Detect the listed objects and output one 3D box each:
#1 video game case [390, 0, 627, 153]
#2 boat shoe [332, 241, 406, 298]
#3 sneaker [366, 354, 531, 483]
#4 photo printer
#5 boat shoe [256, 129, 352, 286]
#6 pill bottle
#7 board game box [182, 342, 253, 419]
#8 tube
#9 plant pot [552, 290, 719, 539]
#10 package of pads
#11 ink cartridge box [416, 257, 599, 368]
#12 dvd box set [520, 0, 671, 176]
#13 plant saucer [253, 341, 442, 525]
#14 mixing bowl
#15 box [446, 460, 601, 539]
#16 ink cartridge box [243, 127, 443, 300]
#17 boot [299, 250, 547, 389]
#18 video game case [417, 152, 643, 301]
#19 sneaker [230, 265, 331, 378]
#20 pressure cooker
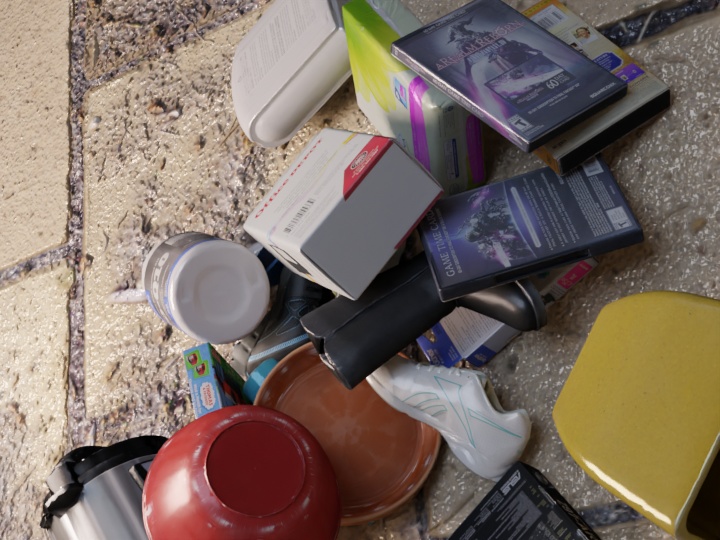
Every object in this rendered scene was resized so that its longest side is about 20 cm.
[{"bbox_3d":[0.148,-0.202,1.531,0.142,0.019,0.200,-31,55,-29],"label":"video game case"},{"bbox_3d":[0.002,0.002,1.631,0.060,0.072,0.203,-13,45,30],"label":"boat shoe"},{"bbox_3d":[0.086,0.122,1.518,0.200,0.070,0.081,36,107,18],"label":"sneaker"},{"bbox_3d":[-0.077,-0.251,1.787,0.200,0.069,0.167,-45,37,27],"label":"photo printer"},{"bbox_3d":[-0.056,-0.071,1.727,0.069,0.084,0.200,41,84,21],"label":"boat shoe"},{"bbox_3d":[-0.181,0.015,1.712,0.114,0.113,0.200,-65,20,-4],"label":"pill bottle"},{"bbox_3d":[-0.130,0.197,1.620,0.036,0.151,0.201,-19,60,9],"label":"board game box"},{"bbox_3d":[-0.039,0.174,1.615,0.200,0.050,0.078,39,103,19],"label":"tube"},{"bbox_3d":[0.286,0.126,1.323,0.199,0.195,0.195,24,87,46],"label":"plant pot"},{"bbox_3d":[0.060,-0.187,1.637,0.068,0.155,0.200,-27,52,-13],"label":"package of pads"},{"bbox_3d":[0.137,0.011,1.570,0.200,0.042,0.120,-41,53,13],"label":"ink cartridge box"},{"bbox_3d":[0.201,-0.194,1.572,0.146,0.029,0.200,-33,50,-13],"label":"dvd box set"},{"bbox_3d":[-0.015,0.165,1.575,0.199,0.032,0.202,-1,66,2],"label":"plant saucer"},{"bbox_3d":[-0.108,0.207,1.463,0.199,0.109,0.201,5,62,-9],"label":"mixing bowl"},{"bbox_3d":[0.141,0.308,1.445,0.200,0.043,0.160,-51,51,9],"label":"box"},{"bbox_3d":[-0.021,-0.063,1.559,0.146,0.083,0.200,-51,21,-6],"label":"ink cartridge box"},{"bbox_3d":[0.061,0.051,1.489,0.199,0.066,0.165,-29,39,-15],"label":"boot"},{"bbox_3d":[0.159,-0.046,1.488,0.199,0.019,0.143,-18,37,2],"label":"video game case"},{"bbox_3d":[-0.060,0.047,1.693,0.082,0.073,0.201,34,100,24],"label":"sneaker"},{"bbox_3d":[-0.248,0.274,1.643,0.178,0.176,0.201,-23,61,-20],"label":"pressure cooker"}]
